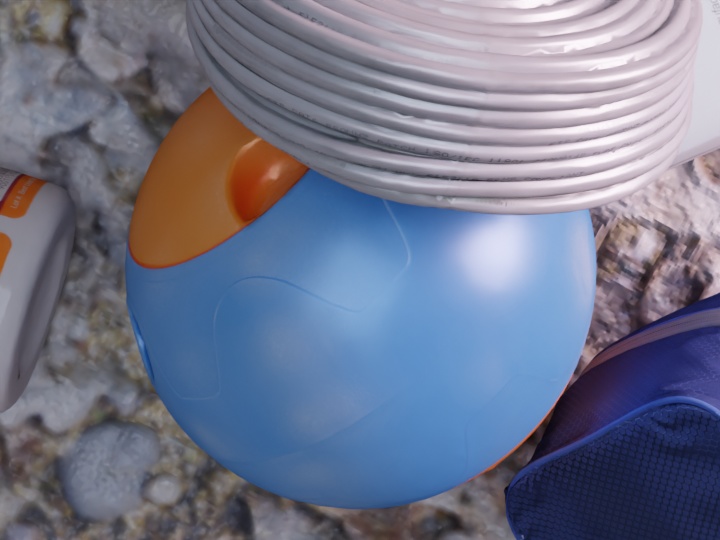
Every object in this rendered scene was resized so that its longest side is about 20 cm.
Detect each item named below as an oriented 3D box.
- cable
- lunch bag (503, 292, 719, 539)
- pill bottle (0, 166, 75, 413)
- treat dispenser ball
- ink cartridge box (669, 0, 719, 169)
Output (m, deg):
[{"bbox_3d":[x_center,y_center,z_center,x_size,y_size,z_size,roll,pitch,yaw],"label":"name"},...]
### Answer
[{"bbox_3d":[0.033,-0.101,0.677,0.199,0.200,0.069,13,126,1],"label":"cable"},{"bbox_3d":[0.178,0.115,0.804,0.136,0.132,0.200,-29,100,39],"label":"lunch bag"},{"bbox_3d":[-0.238,-0.014,0.809,0.199,0.110,0.110,17,98,-1],"label":"pill bottle"},{"bbox_3d":[0.000,0.000,0.762,0.200,0.201,0.202,0,98,1],"label":"treat dispenser ball"},{"bbox_3d":[0.180,-0.145,0.798,0.199,0.086,0.148,-21,96,6],"label":"ink cartridge box"}]
